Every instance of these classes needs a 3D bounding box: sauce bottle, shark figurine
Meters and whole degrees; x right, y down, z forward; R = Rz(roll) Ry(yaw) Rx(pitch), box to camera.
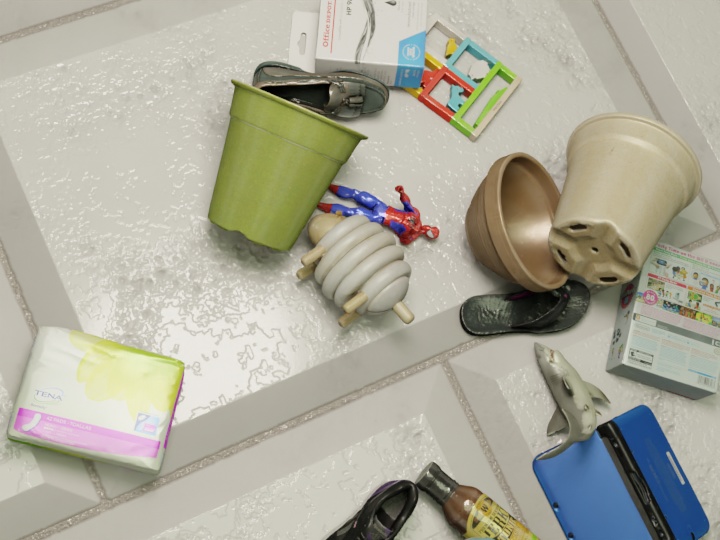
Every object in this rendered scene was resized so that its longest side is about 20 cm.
[{"bbox_3d":[0.160,0.334,1.569,0.200,0.065,0.065,38,69,1],"label":"sauce bottle"},{"bbox_3d":[0.283,0.204,1.615,0.128,0.090,0.214,36,24,-18],"label":"shark figurine"}]

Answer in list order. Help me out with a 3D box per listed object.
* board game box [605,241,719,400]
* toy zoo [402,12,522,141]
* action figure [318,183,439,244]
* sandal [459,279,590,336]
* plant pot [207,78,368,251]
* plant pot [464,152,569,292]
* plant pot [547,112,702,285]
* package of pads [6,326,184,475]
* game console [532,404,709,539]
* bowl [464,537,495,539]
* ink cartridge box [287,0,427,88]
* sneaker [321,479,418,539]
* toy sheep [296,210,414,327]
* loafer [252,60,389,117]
[{"bbox_3d":[0.454,0.070,1.714,0.148,0.064,0.200,19,71,-6],"label":"board game box"},{"bbox_3d":[0.131,-0.304,1.784,0.200,0.020,0.131,37,69,2],"label":"toy zoo"},{"bbox_3d":[0.025,-0.091,1.658,0.200,0.099,0.065,21,71,-8],"label":"action figure"},{"bbox_3d":[0.242,0.055,1.681,0.200,0.048,0.075,-11,75,-14],"label":"sandal"},{"bbox_3d":[-0.118,-0.134,1.590,0.200,0.200,0.190,23,95,-4],"label":"plant pot"},{"bbox_3d":[0.214,-0.059,1.667,0.201,0.093,0.201,25,56,-45],"label":"plant pot"},{"bbox_3d":[0.354,-0.087,1.649,0.200,0.200,0.184,32,57,-1],"label":"plant pot"},{"bbox_3d":[-0.337,0.164,1.514,0.200,0.068,0.155,15,71,-8],"label":"package of pads"},{"bbox_3d":[0.366,0.313,1.643,0.171,0.118,0.200,-13,74,-48],"label":"game console"},{"bbox_3d":[0.138,0.416,1.488,0.201,0.201,0.105,-35,62,-19],"label":"bowl"},{"bbox_3d":[-0.005,-0.341,1.729,0.200,0.067,0.116,4,72,-2],"label":"ink cartridge box"},{"bbox_3d":[0.001,0.347,1.518,0.076,0.088,0.200,38,70,1],"label":"sneaker"},{"bbox_3d":[0.000,0.000,1.605,0.138,0.138,0.200,-37,79,-20],"label":"toy sheep"},{"bbox_3d":[-0.059,-0.252,1.695,0.200,0.072,0.063,8,34,-2],"label":"loafer"}]
